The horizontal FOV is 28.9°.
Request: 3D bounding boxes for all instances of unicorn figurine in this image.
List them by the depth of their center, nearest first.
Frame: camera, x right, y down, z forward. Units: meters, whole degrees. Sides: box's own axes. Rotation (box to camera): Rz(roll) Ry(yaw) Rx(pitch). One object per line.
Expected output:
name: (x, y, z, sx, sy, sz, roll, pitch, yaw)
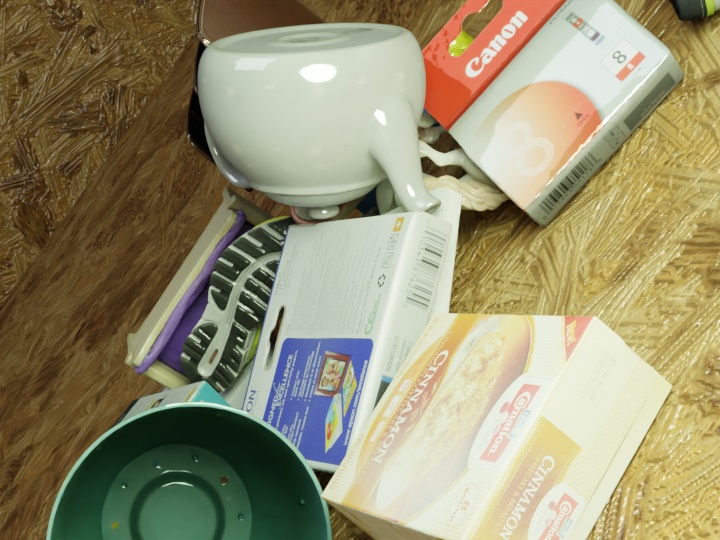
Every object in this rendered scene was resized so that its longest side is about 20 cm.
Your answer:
unicorn figurine: (0.103, -0.116, 1.189, 0.136, 0.074, 0.202, 1, 56, 11)

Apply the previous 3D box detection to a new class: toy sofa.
toy sofa: (-0.147, 0.027, 1.384, 0.201, 0.082, 0.098, -56, 18, 7)

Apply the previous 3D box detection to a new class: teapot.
teapot: (-0.039, -0.115, 1.126, 0.195, 0.148, 0.200, -4, 18, 1)

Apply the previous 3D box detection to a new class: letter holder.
letter holder: (-0.117, -0.198, 1.329, 0.100, 0.142, 0.201, -42, 22, 28)

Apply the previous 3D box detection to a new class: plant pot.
plant pot: (-0.130, 0.195, 1.038, 0.201, 0.200, 0.161, -54, 7, -8)

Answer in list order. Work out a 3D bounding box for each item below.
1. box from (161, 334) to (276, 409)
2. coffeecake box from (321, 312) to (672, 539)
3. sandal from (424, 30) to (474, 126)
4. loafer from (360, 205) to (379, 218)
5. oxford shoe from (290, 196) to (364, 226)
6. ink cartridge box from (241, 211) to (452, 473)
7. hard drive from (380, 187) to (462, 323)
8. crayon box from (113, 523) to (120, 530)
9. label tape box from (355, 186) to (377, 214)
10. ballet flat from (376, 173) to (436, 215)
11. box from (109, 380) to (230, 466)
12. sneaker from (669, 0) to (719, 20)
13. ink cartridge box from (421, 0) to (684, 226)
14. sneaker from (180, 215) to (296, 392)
box: (-0.145, 0.123, 1.420, 0.156, 0.041, 0.200, -51, 18, 4)
coffeecake box: (0.078, 0.109, 0.875, 0.154, 0.073, 0.200, -56, 20, -15)
sandal: (0.094, -0.171, 1.353, 0.087, 0.079, 0.200, -50, 10, 16)
loafer: (0.000, 0.000, 1.270, 0.075, 0.068, 0.200, -38, 6, 22)
oxford shoe: (0.006, -0.097, 1.239, 0.070, 0.074, 0.201, 19, 57, 27)
ink cartridge box: (-0.019, 0.058, 1.089, 0.199, 0.047, 0.200, -4, 69, 62)
hard drive: (0.023, 0.047, 1.092, 0.131, 0.026, 0.202, -25, 51, 54)
crayon box: (-0.199, 0.271, 1.263, 0.127, 0.051, 0.201, -29, 30, 49)
label tape box: (-0.019, -0.116, 1.394, 0.063, 0.144, 0.200, -49, 19, 5)
ballet flat: (0.055, -0.043, 1.201, 0.069, 0.069, 0.201, -43, 26, 23)
box: (-0.188, 0.157, 1.298, 0.082, 0.049, 0.200, -52, 15, -25)
sneaker: (0.276, -0.252, 1.108, 0.082, 0.072, 0.201, -20, 29, 13)
ink cartridge box: (0.131, -0.159, 1.100, 0.162, 0.050, 0.200, -47, 61, 8)
sneaker: (-0.099, 0.019, 1.306, 0.201, 0.078, 0.090, -53, -3, 30)
